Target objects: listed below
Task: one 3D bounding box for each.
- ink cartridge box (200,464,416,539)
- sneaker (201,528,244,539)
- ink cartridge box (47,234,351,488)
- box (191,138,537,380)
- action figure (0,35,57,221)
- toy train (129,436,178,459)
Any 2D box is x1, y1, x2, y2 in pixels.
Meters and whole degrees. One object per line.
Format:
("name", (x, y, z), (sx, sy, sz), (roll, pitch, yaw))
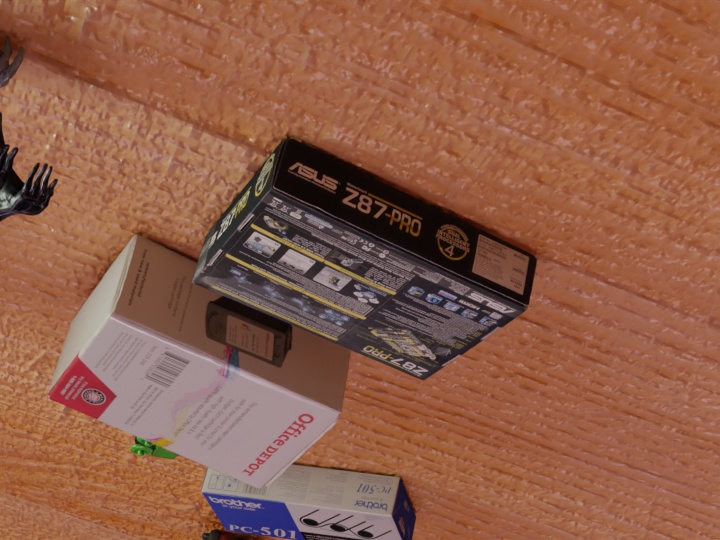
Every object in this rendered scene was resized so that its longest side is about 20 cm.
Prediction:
("ink cartridge box", (-0.050, 0.233, 1.423), (0.197, 0.045, 0.094), (4, 147, 17))
("sneaker", (-0.116, 0.346, 1.616), (0.097, 0.072, 0.201), (2, 150, 22))
("ink cartridge box", (-0.127, 0.077, 1.136), (0.198, 0.086, 0.148), (25, 138, -20))
("box", (0.000, 0.000, 1.006), (0.198, 0.050, 0.161), (23, 147, -15))
("action figure", (-0.261, -0.117, 0.871), (0.200, 0.102, 0.119), (47, -169, 19))
("toy train", (-0.164, 0.128, 1.304), (0.056, 0.042, 0.200), (13, 152, -18))
